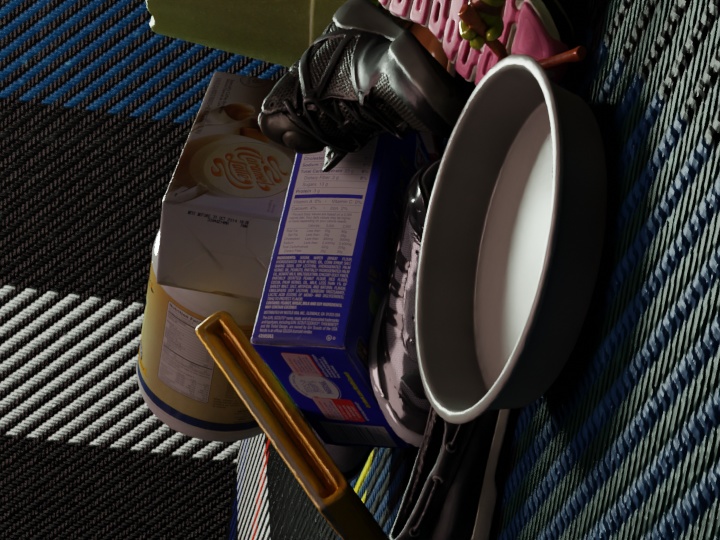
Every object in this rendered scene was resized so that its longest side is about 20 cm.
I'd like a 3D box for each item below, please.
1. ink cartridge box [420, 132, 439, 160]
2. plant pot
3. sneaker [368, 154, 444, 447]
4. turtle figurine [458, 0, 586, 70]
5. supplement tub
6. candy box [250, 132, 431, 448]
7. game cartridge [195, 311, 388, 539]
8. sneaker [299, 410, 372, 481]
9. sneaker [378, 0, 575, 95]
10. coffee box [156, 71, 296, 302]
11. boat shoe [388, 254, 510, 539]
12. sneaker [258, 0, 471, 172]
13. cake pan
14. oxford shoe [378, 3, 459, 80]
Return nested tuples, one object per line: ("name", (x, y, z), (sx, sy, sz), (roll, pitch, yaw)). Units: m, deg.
("ink cartridge box", (0.007, -0.045, 1.511), (0.148, 0.085, 0.202), (-98, 19, -63))
("plant pot", (-0.078, -0.251, 1.450), (0.200, 0.187, 0.203), (6, -90, -89))
("sneaker", (0.052, 0.005, 1.113), (0.114, 0.075, 0.202), (108, 170, -69))
("turtle figurine", (0.075, -0.200, 0.905), (0.200, 0.160, 0.065), (121, 173, -53))
("supplement tub", (-0.109, 0.028, 1.465), (0.145, 0.143, 0.201), (-91, 12, -50))
("candy box", (0.000, 0.000, 1.235), (0.169, 0.076, 0.202), (60, -142, -57))
("game cartridge", (-0.040, 0.135, 1.309), (0.177, 0.032, 0.200), (52, 178, 27))
("sneaker", (-0.007, 0.105, 1.429), (0.114, 0.075, 0.202), (-91, 13, -65))
("sneaker", (0.086, -0.162, 1.059), (0.200, 0.087, 0.075), (44, 128, 53))
("coffee box", (-0.081, -0.067, 1.351), (0.201, 0.113, 0.080), (-77, -4, -55))
("boat shoe", (0.054, 0.081, 1.057), (0.075, 0.065, 0.202), (-112, 30, -78))
("sneaker", (0.004, -0.103, 1.123), (0.114, 0.076, 0.199), (-47, 31, 1))
("cake pan", (0.080, -0.015, 0.949), (0.200, 0.036, 0.203), (-170, 90, -73))
("oxford shoe", (0.046, -0.182, 1.401), (0.200, 0.070, 0.072), (-109, 29, -71))
